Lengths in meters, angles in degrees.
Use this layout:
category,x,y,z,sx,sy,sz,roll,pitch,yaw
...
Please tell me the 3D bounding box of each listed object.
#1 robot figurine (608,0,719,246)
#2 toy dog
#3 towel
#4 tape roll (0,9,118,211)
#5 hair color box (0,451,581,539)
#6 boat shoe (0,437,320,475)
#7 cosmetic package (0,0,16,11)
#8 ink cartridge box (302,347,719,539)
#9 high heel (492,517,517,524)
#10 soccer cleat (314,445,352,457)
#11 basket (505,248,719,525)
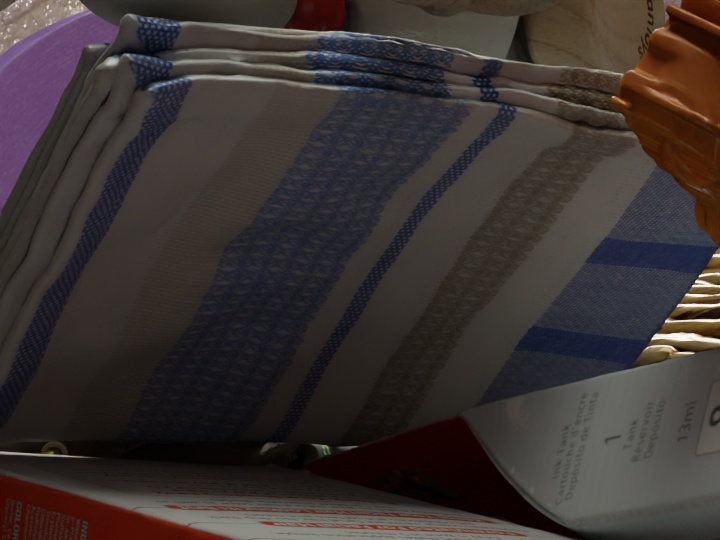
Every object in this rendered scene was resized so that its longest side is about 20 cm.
category,x,y,z,sx,sy,sz,roll,pitch,yaw
robot figurine,0.146,0.004,0.685,0.145,0.058,0.200,33,0,38
toy dog,0.002,-0.092,0.738,0.132,0.097,0.200,-9,-11,11
towel,0.000,0.000,0.726,0.200,0.024,0.147,4,-42,-31
tape roll,-0.066,0.000,1.070,0.200,0.200,0.066,5,1,-14
hair color box,-0.014,0.084,0.673,0.111,0.064,0.200,6,-1,-33
boat shoe,-0.108,0.054,0.784,0.200,0.060,0.072,-12,15,-14
cosmetic package,-0.165,-0.128,0.744,0.199,0.123,0.200,-30,-17,19
ink cartridge box,0.097,0.083,0.735,0.160,0.047,0.200,31,-29,-28
high heel,-0.036,0.057,0.884,0.200,0.096,0.067,-1,-37,20
soccer cleat,-0.036,0.076,1.002,0.200,0.081,0.068,26,-18,2
basket,0.109,0.071,0.888,0.200,0.149,0.143,9,21,43
